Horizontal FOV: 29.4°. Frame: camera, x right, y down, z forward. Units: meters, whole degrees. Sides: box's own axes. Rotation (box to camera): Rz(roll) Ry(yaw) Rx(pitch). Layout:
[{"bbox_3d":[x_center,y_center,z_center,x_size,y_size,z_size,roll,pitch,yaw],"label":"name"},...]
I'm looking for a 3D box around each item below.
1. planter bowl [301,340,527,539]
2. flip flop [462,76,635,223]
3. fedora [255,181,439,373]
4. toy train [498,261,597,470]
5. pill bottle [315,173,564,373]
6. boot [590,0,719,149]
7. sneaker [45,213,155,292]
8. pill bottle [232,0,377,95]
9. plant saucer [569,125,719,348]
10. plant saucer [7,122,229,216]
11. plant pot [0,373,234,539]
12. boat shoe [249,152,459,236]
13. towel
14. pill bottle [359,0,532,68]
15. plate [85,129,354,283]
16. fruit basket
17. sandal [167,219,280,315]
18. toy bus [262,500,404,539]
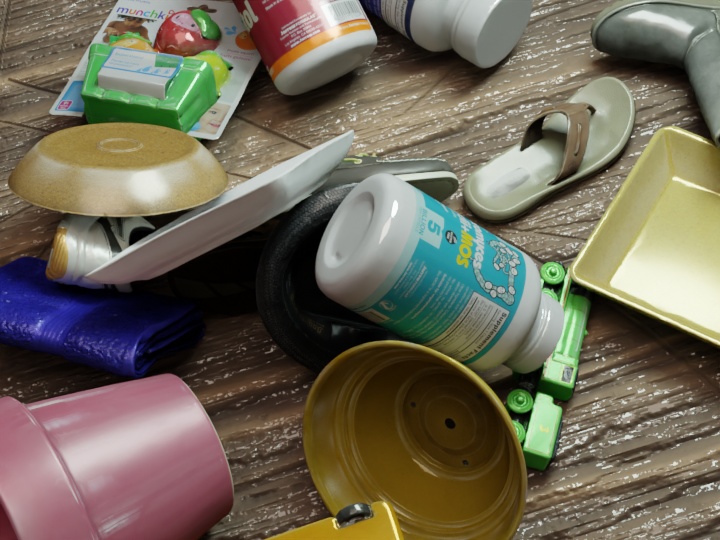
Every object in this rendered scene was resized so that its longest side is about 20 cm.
[{"bbox_3d":[0.058,0.138,1.112,0.200,0.201,0.083,26,29,21],"label":"planter bowl"},{"bbox_3d":[0.181,-0.119,1.298,0.200,0.058,0.081,-33,60,-13],"label":"flip flop"},{"bbox_3d":[0.000,0.000,1.207,0.200,0.201,0.092,-22,25,-7],"label":"fedora"},{"bbox_3d":[0.163,0.080,1.189,0.056,0.042,0.201,16,61,5],"label":"toy train"},{"bbox_3d":[0.070,0.012,1.118,0.200,0.111,0.111,29,56,-25],"label":"pill bottle"},{"bbox_3d":[0.319,-0.179,1.293,0.181,0.073,0.201,-5,49,4],"label":"boot"},{"bbox_3d":[-0.228,-0.034,1.271,0.087,0.076,0.200,16,29,-7],"label":"sneaker"},{"bbox_3d":[-0.074,-0.286,1.360,0.113,0.113,0.201,-26,85,-9],"label":"pill bottle"},{"bbox_3d":[0.315,-0.015,1.219,0.199,0.049,0.200,25,61,21],"label":"plant saucer"},{"bbox_3d":[-0.219,-0.099,1.247,0.199,0.036,0.200,3,22,-1],"label":"plant saucer"},{"bbox_3d":[-0.208,0.176,1.098,0.179,0.200,0.200,-23,57,-26],"label":"plant pot"},{"bbox_3d":[-0.010,-0.081,1.290,0.200,0.072,0.061,-12,61,3],"label":"boat shoe"},{"bbox_3d":[-0.252,0.036,1.214,0.199,0.148,0.050,13,104,15],"label":"towel"},{"bbox_3d":[0.070,-0.292,1.384,0.200,0.120,0.120,37,69,25],"label":"pill bottle"},{"bbox_3d":[-0.109,-0.049,1.163,0.199,0.200,0.032,-25,97,23],"label":"plate"},{"bbox_3d":[-0.195,-0.217,1.387,0.184,0.094,0.201,12,57,14],"label":"fruit basket"},{"bbox_3d":[-0.080,-0.021,1.260,0.199,0.082,0.055,-25,38,-4],"label":"sandal"},{"bbox_3d":[-0.059,0.250,1.085,0.199,0.078,0.065,-18,57,-4],"label":"toy bus"}]
